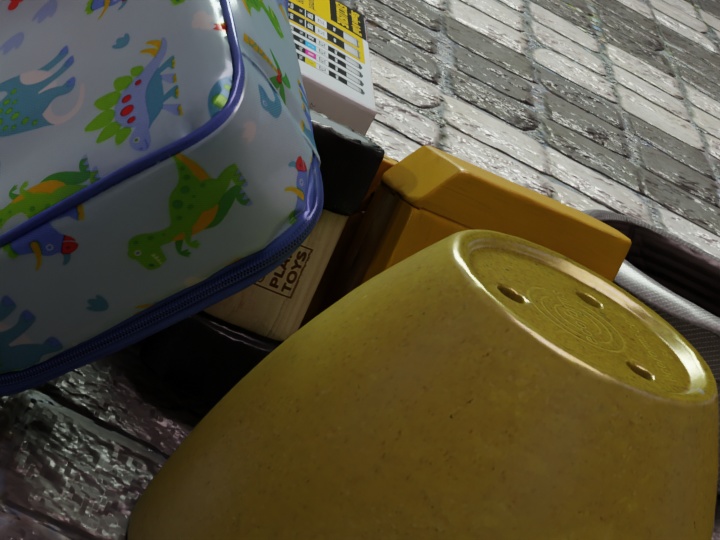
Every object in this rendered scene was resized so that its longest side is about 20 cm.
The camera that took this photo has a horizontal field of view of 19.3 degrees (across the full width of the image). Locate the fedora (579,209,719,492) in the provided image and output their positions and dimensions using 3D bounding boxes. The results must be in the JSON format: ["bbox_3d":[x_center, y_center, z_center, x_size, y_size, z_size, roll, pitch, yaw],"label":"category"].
[{"bbox_3d":[0.165,0.049,1.046,0.177,0.091,0.200,11,19,-47],"label":"fedora"}]

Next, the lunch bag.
[{"bbox_3d":[-0.102,-0.057,0.784,0.083,0.160,0.200,55,12,-38],"label":"lunch bag"}]

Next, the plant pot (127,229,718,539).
[{"bbox_3d":[0.041,0.072,0.719,0.200,0.142,0.200,26,18,-9],"label":"plant pot"}]

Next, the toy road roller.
[{"bbox_3d":[0.000,0.000,0.891,0.200,0.123,0.146,22,8,-19],"label":"toy road roller"}]

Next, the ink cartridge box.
[{"bbox_3d":[-0.049,-0.096,1.121,0.175,0.084,0.200,26,18,-11],"label":"ink cartridge box"}]
